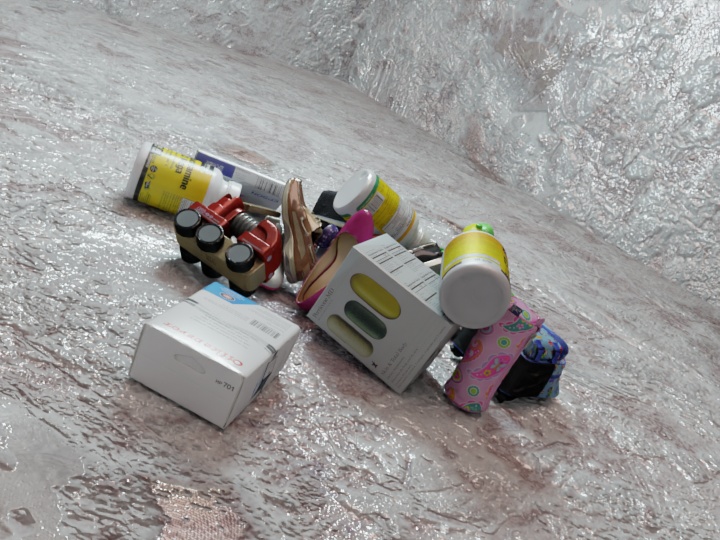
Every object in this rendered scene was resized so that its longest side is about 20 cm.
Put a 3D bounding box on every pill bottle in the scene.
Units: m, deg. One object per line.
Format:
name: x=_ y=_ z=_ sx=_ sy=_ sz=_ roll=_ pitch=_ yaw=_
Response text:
pill bottle: x=0.049 y=-0.108 z=1.613 sx=0.200 sy=0.113 sz=0.113 roll=40 pitch=13 yaw=-25
pill bottle: x=-0.335 y=-0.159 z=1.486 sx=0.200 sy=0.113 sz=0.112 roll=20 pitch=20 yaw=-15
pill bottle: x=0.182 y=0.005 z=1.242 sx=0.109 sy=0.109 sz=0.200 roll=24 pitch=24 yaw=-2

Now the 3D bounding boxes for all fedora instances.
fedora: x=-0.031 y=-0.122 z=1.715 sx=0.200 sy=0.092 sz=0.201 roll=17 pitch=0 yaw=0

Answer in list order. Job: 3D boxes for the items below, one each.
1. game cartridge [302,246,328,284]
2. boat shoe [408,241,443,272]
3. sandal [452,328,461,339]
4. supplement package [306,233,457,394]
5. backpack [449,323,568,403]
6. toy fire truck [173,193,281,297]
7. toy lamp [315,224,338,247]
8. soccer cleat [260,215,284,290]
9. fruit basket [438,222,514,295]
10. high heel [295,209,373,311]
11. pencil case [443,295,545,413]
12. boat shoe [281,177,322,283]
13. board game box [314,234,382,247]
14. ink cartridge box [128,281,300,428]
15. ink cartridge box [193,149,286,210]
game cartridge: x=-0.003 y=0.029 z=1.451 sx=0.200 sy=0.041 sz=0.133 roll=23 pitch=41 yaw=-2
boat shoe: x=0.079 y=-0.009 z=1.567 sx=0.200 sy=0.074 sz=0.060 roll=-18 pitch=67 yaw=-16
sandal: x=0.117 y=0.079 z=1.525 sx=0.200 sy=0.045 sz=0.075 roll=21 pitch=20 yaw=-12
supplement package: x=0.053 y=0.066 z=1.283 sx=0.200 sy=0.152 sz=0.151 roll=39 pitch=23 yaw=11
backpack: x=0.298 y=0.151 z=1.437 sx=0.200 sy=0.135 sz=0.183 roll=11 pitch=25 yaw=-41
toy fire truck: x=-0.194 y=-0.066 z=1.338 sx=0.176 sy=0.129 sz=0.200 roll=32 pitch=58 yaw=20
toy lamp: x=0.000 y=0.000 z=1.415 sx=0.200 sy=0.058 sz=0.058 roll=43 pitch=25 yaw=19
soccer cleat: x=-0.169 y=-0.038 z=1.417 sx=0.070 sy=0.086 sz=0.200 roll=18 pitch=21 yaw=-19
fruit basket: x=0.230 y=-0.010 z=1.644 sx=0.215 sy=0.216 sz=0.155 roll=34 pitch=14 yaw=24
high heel: x=-0.042 y=-0.018 z=1.335 sx=0.067 sy=0.200 sz=0.096 roll=26 pitch=4 yaw=22
pencil case: x=0.216 y=0.137 z=1.268 sx=0.087 sy=0.200 sz=0.087 roll=27 pitch=19 yaw=-10
boat shoe: x=-0.103 y=-0.073 z=1.412 sx=0.072 sy=0.200 sz=0.076 roll=-4 pitch=-15 yaw=2
board game box: x=-0.062 y=-0.061 z=1.566 sx=0.200 sy=0.019 sz=0.103 roll=4 pitch=11 yaw=30
ink cartridge box: x=-0.187 y=0.104 z=1.035 sx=0.146 sy=0.086 sz=0.200 roll=28 pitch=21 yaw=8
ink cartridge box: x=-0.265 y=-0.172 z=1.635 sx=0.196 sy=0.043 sz=0.200 roll=20 pitch=-17 yaw=-13
